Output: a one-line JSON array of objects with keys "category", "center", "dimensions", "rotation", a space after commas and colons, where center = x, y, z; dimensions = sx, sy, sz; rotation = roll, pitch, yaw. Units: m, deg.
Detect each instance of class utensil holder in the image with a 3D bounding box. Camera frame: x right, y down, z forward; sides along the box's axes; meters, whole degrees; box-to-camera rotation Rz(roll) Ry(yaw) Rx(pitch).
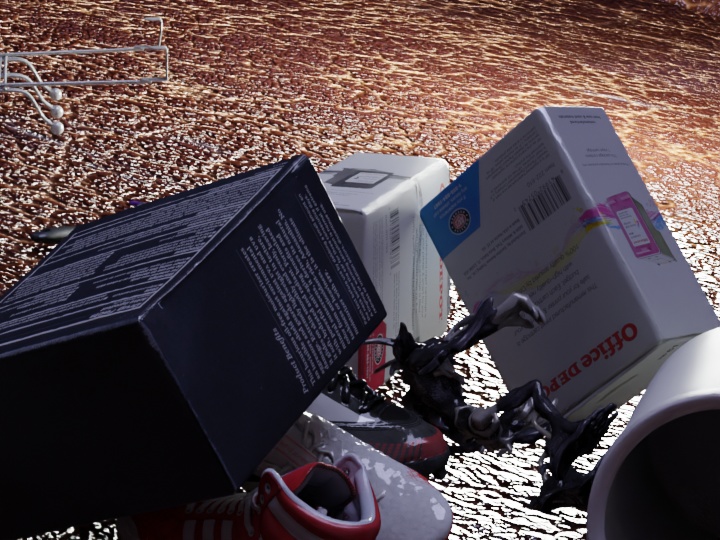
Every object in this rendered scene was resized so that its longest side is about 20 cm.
[{"category": "utensil holder", "center": [0.237, 0.132, 1.299], "dimensions": [0.169, 0.171, 0.200], "rotation": [14, 16, 11]}]

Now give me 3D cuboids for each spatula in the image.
[{"category": "spatula", "center": [-0.211, -0.042, 1.808], "dimensions": [0.056, 0.021, 0.200], "rotation": [7, 16, 36]}]

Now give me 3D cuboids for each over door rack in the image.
[{"category": "over door rack", "center": [-0.289, -0.193, 2.125], "dimensions": [0.199, 0.067, 0.148], "rotation": [-14, 21, -4]}]

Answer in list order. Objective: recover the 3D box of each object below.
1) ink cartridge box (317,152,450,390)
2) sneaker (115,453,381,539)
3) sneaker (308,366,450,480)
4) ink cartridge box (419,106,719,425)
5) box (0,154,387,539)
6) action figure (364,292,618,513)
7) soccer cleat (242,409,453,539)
[{"category": "ink cartridge box", "center": [0.000, 0.000, 1.590], "dimensions": [0.083, 0.146, 0.200], "rotation": [5, 15, 19]}, {"category": "sneaker", "center": [-0.062, 0.140, 1.194], "dimensions": [0.200, 0.113, 0.071], "rotation": [26, 24, 39]}, {"category": "sneaker", "center": [-0.031, 0.085, 1.405], "dimensions": [0.199, 0.098, 0.071], "rotation": [16, 17, 14]}, {"category": "ink cartridge box", "center": [0.153, 0.002, 1.534], "dimensions": [0.084, 0.144, 0.201], "rotation": [-3, 61, -47]}, {"category": "box", "center": [-0.125, 0.048, 1.233], "dimensions": [0.199, 0.124, 0.198], "rotation": [-15, 20, 36]}, {"category": "action figure", "center": [0.095, 0.085, 1.451], "dimensions": [0.102, 0.119, 0.200], "rotation": [-37, 48, -23]}, {"category": "soccer cleat", "center": [-0.028, 0.124, 1.288], "dimensions": [0.199, 0.069, 0.085], "rotation": [23, -23, 43]}]
